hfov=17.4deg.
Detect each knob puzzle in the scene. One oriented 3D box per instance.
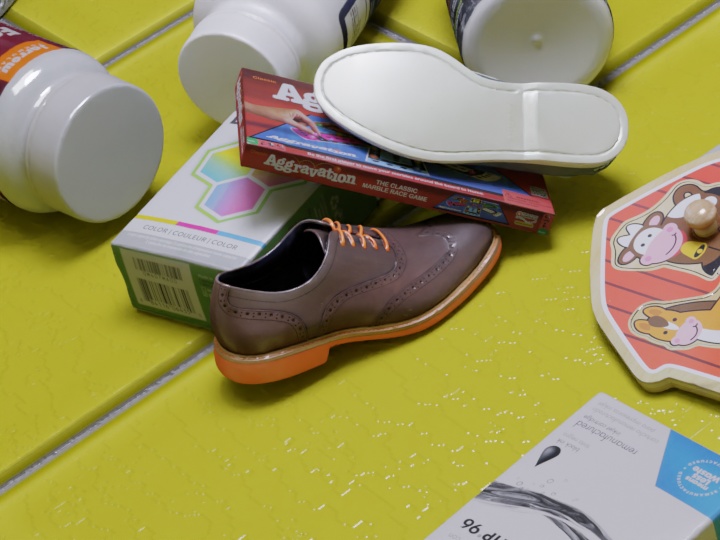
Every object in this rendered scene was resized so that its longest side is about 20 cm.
[{"bbox_3d":[0.216,-0.012,1.376,0.218,0.031,0.220,-16,44,16],"label":"knob puzzle"}]

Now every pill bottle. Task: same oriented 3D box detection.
[{"bbox_3d":[0.107,-0.209,1.632,0.106,0.107,0.201,-13,38,2],"label":"pill bottle"},{"bbox_3d":[-0.051,-0.190,1.657,0.110,0.112,0.200,5,41,24],"label":"pill bottle"},{"bbox_3d":[-0.235,-0.106,1.609,0.199,0.115,0.114,22,50,39],"label":"pill bottle"}]

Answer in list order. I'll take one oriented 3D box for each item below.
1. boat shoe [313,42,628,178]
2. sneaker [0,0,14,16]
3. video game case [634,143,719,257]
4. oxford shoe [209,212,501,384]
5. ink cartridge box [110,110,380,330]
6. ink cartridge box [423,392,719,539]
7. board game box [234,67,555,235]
[{"bbox_3d":[0.065,-0.093,1.477,0.199,0.062,0.073,8,77,-7],"label":"boat shoe"},{"bbox_3d":[-0.319,-0.248,1.850,0.104,0.076,0.200,9,36,22],"label":"sneaker"},{"bbox_3d":[0.293,-0.040,1.424,0.182,0.023,0.200,-33,41,-22],"label":"video game case"},{"bbox_3d":[0.000,0.000,1.426,0.199,0.073,0.071,-25,37,-24],"label":"oxford shoe"},{"bbox_3d":[-0.059,-0.047,1.521,0.103,0.060,0.200,14,46,32],"label":"ink cartridge box"},{"bbox_3d":[0.101,0.162,1.197,0.200,0.068,0.116,-38,43,-26],"label":"ink cartridge box"},{"bbox_3d":[0.020,-0.075,1.479,0.199,0.020,0.103,12,28,-13],"label":"board game box"}]
